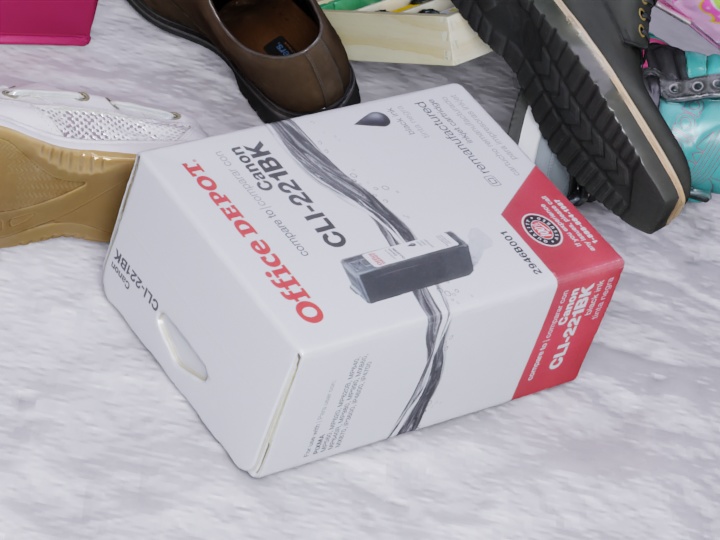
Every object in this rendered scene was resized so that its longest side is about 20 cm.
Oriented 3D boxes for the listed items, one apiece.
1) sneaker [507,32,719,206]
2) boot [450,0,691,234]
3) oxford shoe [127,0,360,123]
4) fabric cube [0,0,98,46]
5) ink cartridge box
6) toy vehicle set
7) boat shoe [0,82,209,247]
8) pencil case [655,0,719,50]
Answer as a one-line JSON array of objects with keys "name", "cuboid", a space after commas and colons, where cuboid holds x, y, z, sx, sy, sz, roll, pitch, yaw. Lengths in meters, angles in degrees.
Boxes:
[{"name": "sneaker", "cuboid": [0.145, -0.067, 1.323, 0.120, 0.084, 0.200, 16, 36, 11]}, {"name": "boot", "cuboid": [0.143, -0.129, 1.256, 0.138, 0.078, 0.201, -25, 74, -23]}, {"name": "oxford shoe", "cuboid": [-0.074, -0.159, 1.322, 0.073, 0.085, 0.200, -41, 60, -17]}, {"name": "fabric cube", "cuboid": [-0.232, -0.255, 1.289, 0.198, 0.200, 0.197, -2, 42, -24]}, {"name": "ink cartridge box", "cuboid": [0.000, 0.000, 1.174, 0.199, 0.084, 0.144, -15, 51, -35]}, {"name": "toy vehicle set", "cuboid": [0.071, -0.154, 1.385, 0.124, 0.027, 0.199, 8, 23, 44]}, {"name": "boat shoe", "cuboid": [-0.160, -0.056, 1.190, 0.199, 0.071, 0.070, 7, 38, -29]}, {"name": "pencil case", "cuboid": [0.222, -0.147, 1.382, 0.200, 0.087, 0.088, 35, 27, -34]}]
